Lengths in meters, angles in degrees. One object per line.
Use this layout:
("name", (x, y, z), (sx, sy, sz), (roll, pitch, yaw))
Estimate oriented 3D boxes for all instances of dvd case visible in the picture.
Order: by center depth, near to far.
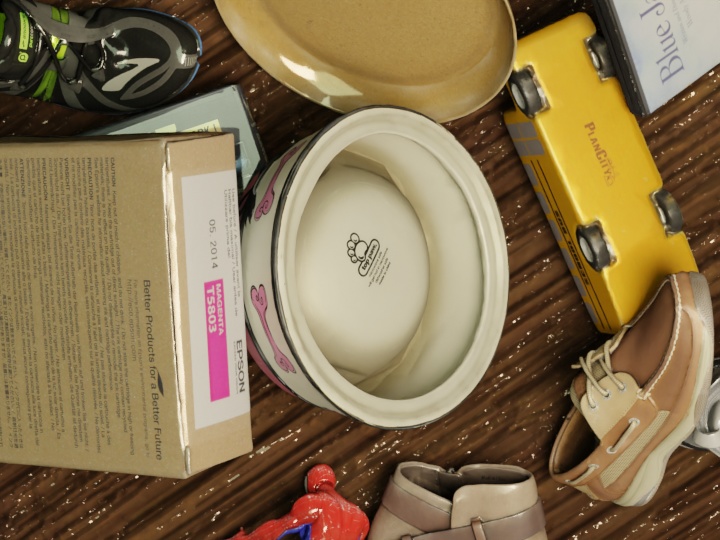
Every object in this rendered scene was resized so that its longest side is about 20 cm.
("dvd case", (0.222, -0.206, 1.322), (0.200, 0.018, 0.143), (-36, 122, -21))

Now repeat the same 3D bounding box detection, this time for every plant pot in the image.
("plant pot", (0.004, -0.168, 1.320), (0.200, 0.200, 0.028), (24, 55, -4))

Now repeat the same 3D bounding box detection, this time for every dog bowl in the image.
("dog bowl", (0.000, 0.000, 1.330), (0.200, 0.074, 0.200), (4, 85, -42))

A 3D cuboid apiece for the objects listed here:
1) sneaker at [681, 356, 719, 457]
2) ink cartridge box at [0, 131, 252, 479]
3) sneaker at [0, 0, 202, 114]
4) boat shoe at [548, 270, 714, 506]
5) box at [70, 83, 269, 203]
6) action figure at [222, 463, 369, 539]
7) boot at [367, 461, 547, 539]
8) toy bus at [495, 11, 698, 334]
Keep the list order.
("sneaker", (0.296, 0.081, 1.369), (0.200, 0.115, 0.075), (-12, 97, 0))
("ink cartridge box", (-0.154, 0.017, 1.286), (0.165, 0.075, 0.200), (2, 98, 32))
("sneaker", (-0.201, -0.137, 1.349), (0.199, 0.083, 0.071), (6, 96, -2))
("boat shoe", (0.169, 0.079, 1.343), (0.072, 0.076, 0.200), (6, 132, -10))
("box", (-0.147, -0.017, 1.379), (0.200, 0.051, 0.158), (-19, 97, 1))
("action figure", (-0.037, 0.222, 1.374), (0.065, 0.200, 0.099), (27, 135, -34))
("boot", (0.101, 0.200, 1.391), (0.200, 0.070, 0.146), (5, 109, 8))
("toy bus", (0.149, -0.062, 1.365), (0.065, 0.078, 0.200), (-26, 96, -11))
